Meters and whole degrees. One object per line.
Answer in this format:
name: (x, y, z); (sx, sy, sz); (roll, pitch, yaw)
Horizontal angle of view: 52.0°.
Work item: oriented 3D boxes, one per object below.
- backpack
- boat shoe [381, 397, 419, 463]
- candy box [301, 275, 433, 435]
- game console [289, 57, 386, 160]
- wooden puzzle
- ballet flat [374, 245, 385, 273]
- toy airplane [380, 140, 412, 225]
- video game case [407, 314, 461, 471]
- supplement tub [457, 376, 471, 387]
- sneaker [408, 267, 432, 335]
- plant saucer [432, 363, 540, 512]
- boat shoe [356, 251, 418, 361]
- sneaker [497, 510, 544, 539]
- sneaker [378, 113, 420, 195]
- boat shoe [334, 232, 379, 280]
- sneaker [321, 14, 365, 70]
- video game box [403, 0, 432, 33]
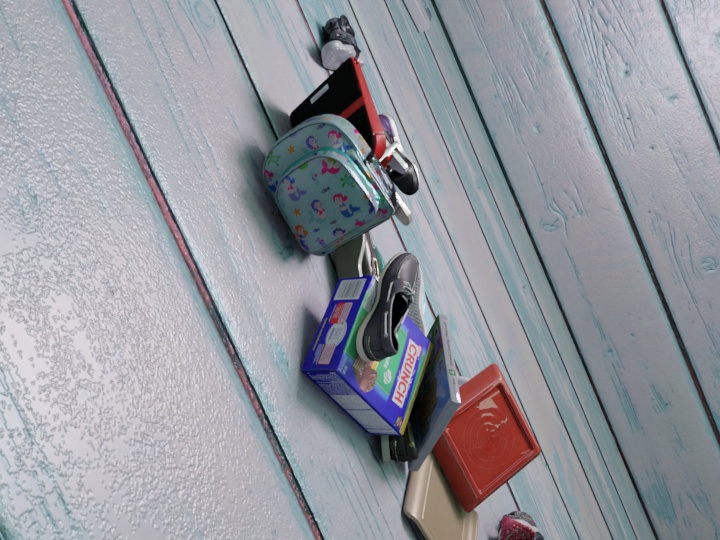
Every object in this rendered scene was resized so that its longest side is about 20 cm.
backpack: (-0.056, -0.138, 1.167); (0.201, 0.176, 0.151); (60, 19, -9)
boat shoe: (0.070, 0.232, 1.244); (0.072, 0.060, 0.203); (79, 12, -45)
candy box: (0.018, 0.136, 1.150); (0.200, 0.076, 0.170); (49, 51, -39)
game console: (-0.042, -0.239, 1.271); (0.031, 0.199, 0.179); (-4, 72, -42)
wooden puzzle: (0.140, 0.427, 1.293); (0.201, 0.037, 0.185); (56, 26, -18)
ballet flat: (0.025, 0.052, 1.341); (0.071, 0.066, 0.202); (77, 1, -69)
toy airplane: (0.007, -0.185, 1.395); (0.200, 0.141, 0.200); (44, -10, 38)
video game case: (0.114, 0.207, 1.248); (0.022, 0.201, 0.183); (11, 42, -13)
supplement tub: (0.226, 0.308, 1.472); (0.200, 0.121, 0.124); (47, 31, -41)
sneaker: (0.105, 0.075, 1.489); (0.082, 0.073, 0.202); (45, 39, -59)
plant saucer: (0.229, 0.305, 1.350); (0.198, 0.037, 0.202); (-30, 95, -23)
boat shoe: (0.058, 0.051, 1.100); (0.073, 0.062, 0.201); (53, 46, -32)
sneaker: (0.326, 0.544, 1.559); (0.200, 0.080, 0.075); (47, 15, -56)
sneaker: (0.063, -0.258, 1.703); (0.087, 0.075, 0.202); (-34, 98, -52)
boat shoe: (0.000, 0.000, 1.279); (0.060, 0.071, 0.204); (20, 56, -39)
sneaker: (-0.054, -0.508, 1.638); (0.115, 0.075, 0.200); (68, 17, 1)
video game box: (0.191, -0.971, 2.636); (0.201, 0.046, 0.183); (58, 26, -25)
